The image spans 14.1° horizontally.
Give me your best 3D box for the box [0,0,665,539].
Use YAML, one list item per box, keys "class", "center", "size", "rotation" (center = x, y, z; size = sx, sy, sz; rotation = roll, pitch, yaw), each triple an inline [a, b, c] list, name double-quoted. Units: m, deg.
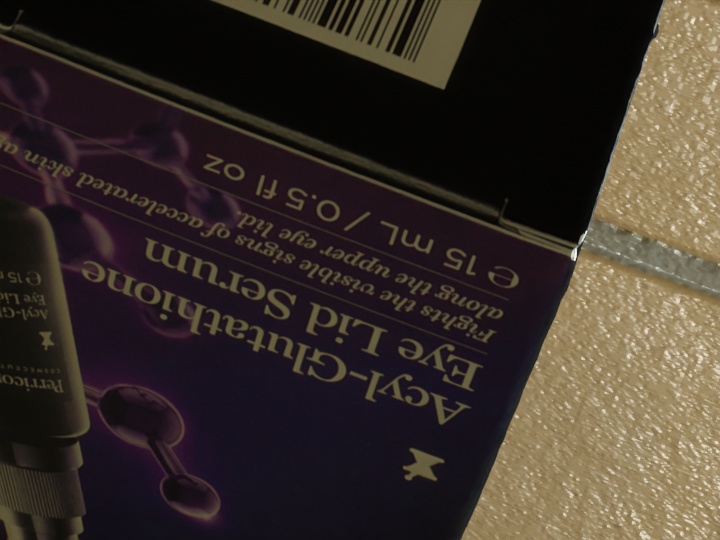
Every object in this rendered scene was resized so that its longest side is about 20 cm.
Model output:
- class: "box"
  center: [-0.028, -0.001, 0.684]
  size: [0.200, 0.147, 0.105]
  rotation: [107, 4, -47]
